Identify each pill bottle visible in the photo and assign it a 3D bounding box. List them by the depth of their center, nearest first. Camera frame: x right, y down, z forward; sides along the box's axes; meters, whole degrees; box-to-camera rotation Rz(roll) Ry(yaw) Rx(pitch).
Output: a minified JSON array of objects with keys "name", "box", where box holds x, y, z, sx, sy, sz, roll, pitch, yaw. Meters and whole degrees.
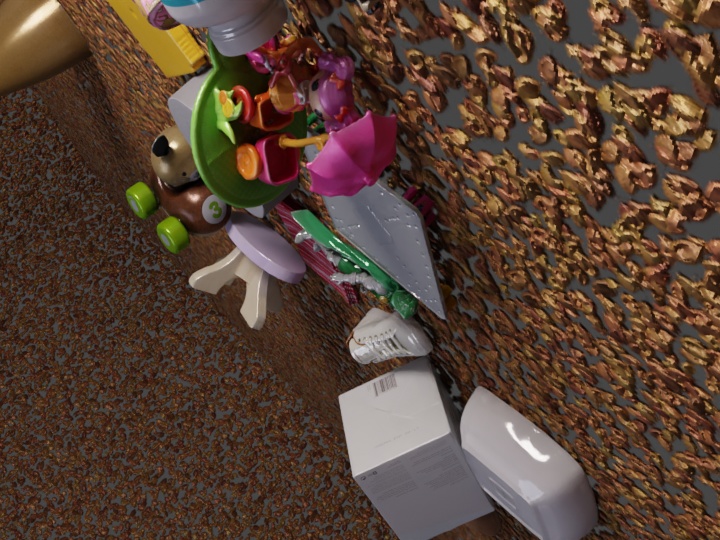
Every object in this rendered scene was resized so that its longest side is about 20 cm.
[{"name":"pill bottle","box":[-0.129,-0.270,0.671,0.110,0.110,0.202,33,159,46]}]

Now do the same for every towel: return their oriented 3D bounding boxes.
[{"name":"towel","box":[-0.075,-0.040,1.309,0.144,0.022,0.202,39,163,38]}]

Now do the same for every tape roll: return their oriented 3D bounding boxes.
[{"name":"tape roll","box":[-0.172,-0.170,1.170,0.200,0.066,0.201,46,167,14]}]

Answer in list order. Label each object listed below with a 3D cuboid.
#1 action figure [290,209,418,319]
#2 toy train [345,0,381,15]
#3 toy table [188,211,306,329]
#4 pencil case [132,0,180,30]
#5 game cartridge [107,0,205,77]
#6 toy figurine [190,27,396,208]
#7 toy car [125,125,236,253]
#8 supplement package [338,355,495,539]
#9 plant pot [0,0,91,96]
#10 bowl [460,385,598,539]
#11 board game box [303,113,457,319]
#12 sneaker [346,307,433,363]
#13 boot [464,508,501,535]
[{"name":"action figure","box":[0.000,0.000,1.080,0.199,0.055,0.117,36,-171,38]},{"name":"toy train","box":[-0.029,-0.259,0.563,0.045,0.034,0.202,10,140,49]},{"name":"toy table","box":[-0.181,-0.001,1.432,0.181,0.119,0.201,24,-163,-29]},{"name":"pencil case","box":[-0.203,-0.316,0.779,0.203,0.085,0.083,58,-174,1]},{"name":"game cartridge","box":[-0.287,-0.347,1.139,0.201,0.032,0.175,53,166,-23]},{"name":"toy figurine","box":[-0.045,-0.145,0.786,0.182,0.149,0.205,15,117,41]},{"name":"toy car","box":[-0.266,-0.159,1.337,0.158,0.163,0.201,44,153,16]},{"name":"supplement package","box":[0.082,0.266,1.268,0.202,0.149,0.152,59,-170,-38]},{"name":"plant pot","box":[-0.668,-0.440,1.712,0.186,0.200,0.187,43,166,13]},{"name":"bowl","box":[0.212,0.268,1.137,0.199,0.075,0.201,36,162,39]},{"name":"board game box","box":[0.020,-0.059,0.952,0.199,0.026,0.201,41,164,33]},{"name":"sneaker","box":[0.036,0.106,1.224,0.073,0.084,0.199,52,164,-11]},{"name":"boot","box":[0.198,0.438,1.671,0.200,0.070,0.147,44,172,25]}]
